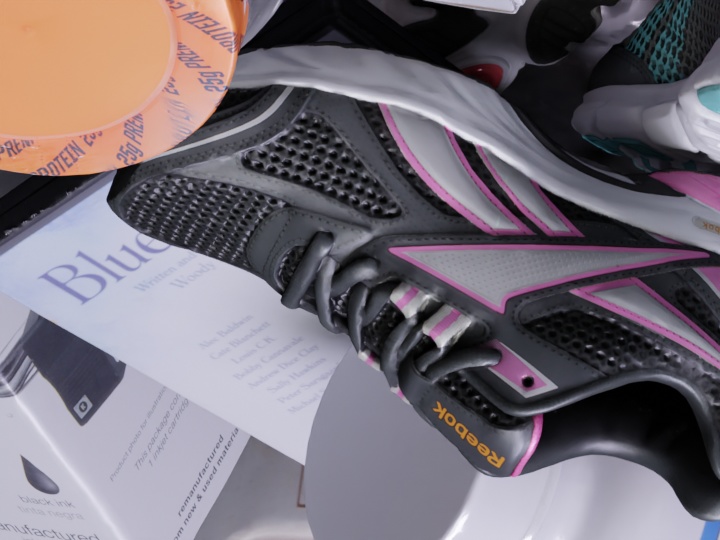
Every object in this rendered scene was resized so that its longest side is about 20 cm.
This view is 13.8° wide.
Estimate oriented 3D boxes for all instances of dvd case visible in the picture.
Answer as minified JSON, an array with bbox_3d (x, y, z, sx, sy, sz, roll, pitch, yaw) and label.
[{"bbox_3d":[0.000,0.000,0.877,0.142,0.018,0.200,-32,138,25],"label":"dvd case"}]

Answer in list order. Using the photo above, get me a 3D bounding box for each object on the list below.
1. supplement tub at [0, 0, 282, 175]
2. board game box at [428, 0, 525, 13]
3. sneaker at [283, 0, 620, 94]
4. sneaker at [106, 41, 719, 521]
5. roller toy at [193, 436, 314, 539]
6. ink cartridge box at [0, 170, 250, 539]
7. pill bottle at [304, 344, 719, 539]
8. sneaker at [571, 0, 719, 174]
[{"bbox_3d":[-0.067,-0.128,0.728,0.122,0.201,0.123,3,138,3],"label":"supplement tub"},{"bbox_3d":[0.027,-0.178,0.717,0.034,0.126,0.200,11,144,30],"label":"board game box"},{"bbox_3d":[-0.001,-0.074,0.866,0.200,0.084,0.081,-35,137,27],"label":"sneaker"},{"bbox_3d":[0.030,0.007,0.772,0.199,0.087,0.080,14,149,-3],"label":"sneaker"},{"bbox_3d":[0.000,0.126,1.054,0.182,0.140,0.200,29,144,-32],"label":"roller toy"},{"bbox_3d":[-0.142,0.006,0.945,0.145,0.084,0.200,7,144,33],"label":"ink cartridge box"},{"bbox_3d":[0.084,0.075,0.889,0.200,0.113,0.112,20,138,-35],"label":"pill bottle"},{"bbox_3d":[0.115,-0.066,0.791,0.077,0.092,0.200,21,175,-10],"label":"sneaker"}]
